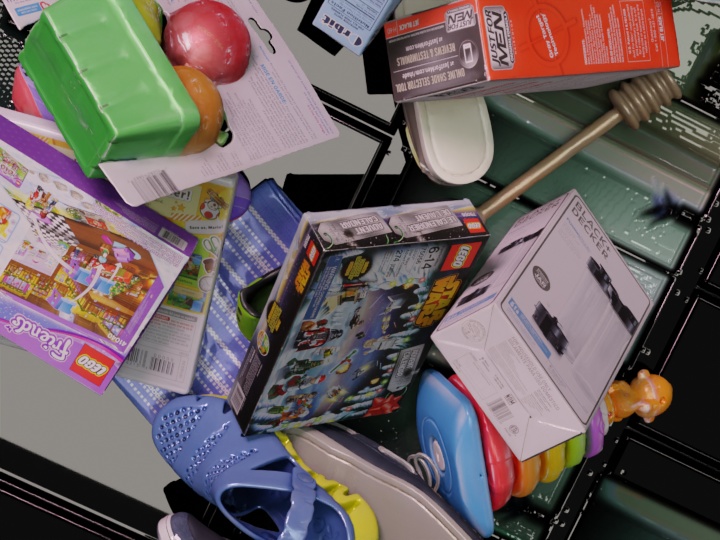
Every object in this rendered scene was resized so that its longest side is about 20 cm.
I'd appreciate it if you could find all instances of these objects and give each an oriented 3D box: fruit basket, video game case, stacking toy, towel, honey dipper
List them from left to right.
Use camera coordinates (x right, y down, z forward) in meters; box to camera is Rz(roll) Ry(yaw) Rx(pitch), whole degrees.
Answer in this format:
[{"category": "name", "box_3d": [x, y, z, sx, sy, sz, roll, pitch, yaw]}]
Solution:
[{"category": "video game case", "box_3d": [-0.204, -0.014, 1.250, 0.199, 0.023, 0.183, 15, 114, 1]}, {"category": "fruit basket", "box_3d": [-0.134, -0.143, 1.200, 0.094, 0.199, 0.186, -42, 76, 44]}, {"category": "towel", "box_3d": [-0.099, 0.044, 1.302, 0.200, 0.024, 0.145, -40, 97, 1]}, {"category": "stacking toy", "box_3d": [0.150, 0.116, 1.300, 0.199, 0.110, 0.117, -15, 108, -13]}, {"category": "honey dipper", "box_3d": [0.157, -0.092, 1.300, 0.199, 0.038, 0.038, -35, 98, 4]}]

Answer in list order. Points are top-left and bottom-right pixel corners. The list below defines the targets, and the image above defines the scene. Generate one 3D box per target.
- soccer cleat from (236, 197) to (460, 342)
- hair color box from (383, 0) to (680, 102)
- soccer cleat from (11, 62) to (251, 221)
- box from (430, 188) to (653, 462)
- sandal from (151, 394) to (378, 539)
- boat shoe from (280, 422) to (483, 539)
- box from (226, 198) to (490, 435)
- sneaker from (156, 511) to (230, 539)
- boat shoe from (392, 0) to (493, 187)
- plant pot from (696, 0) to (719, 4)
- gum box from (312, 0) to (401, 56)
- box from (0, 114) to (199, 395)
[{"category": "soccer cleat", "box_3d": [0.000, 0.000, 1.248, 0.199, 0.081, 0.068, -26, 74, -5]}, {"category": "hair color box", "box_3d": [0.125, -0.162, 1.204, 0.199, 0.101, 0.062, -10, 92, -40]}, {"category": "soccer cleat", "box_3d": [-0.167, -0.102, 1.246, 0.199, 0.077, 0.067, 31, 51, -4]}, {"category": "box", "box_3d": [0.138, 0.035, 1.231, 0.060, 0.200, 0.117, -30, 99, 33]}, {"category": "sandal", "box_3d": [-0.081, 0.156, 1.238, 0.199, 0.087, 0.080, 30, 106, 26]}, {"category": "boat shoe", "box_3d": [0.023, 0.173, 1.265, 0.199, 0.062, 0.075, 26, 117, 29]}, {"category": "box", "box_3d": [-0.004, 0.035, 1.209, 0.136, 0.040, 0.201, -7, 141, -30]}, {"category": "sneaker", "box_3d": [-0.047, 0.229, 1.295, 0.146, 0.077, 0.202, -39, 107, 12]}, {"category": "boat shoe", "box_3d": [0.058, -0.163, 1.265, 0.072, 0.060, 0.203, -5, 88, -12]}, {"category": "plant pot", "box_3d": [0.253, -0.294, 1.230, 0.199, 0.134, 0.202, 0, 96, -4]}, {"category": "gum box", "box_3d": [0.055, -0.261, 1.121, 0.044, 0.200, 0.170, 34, 53, -2]}, {"category": "box", "box_3d": [-0.236, -0.017, 1.219, 0.199, 0.039, 0.137, 33, 113, -7]}]
